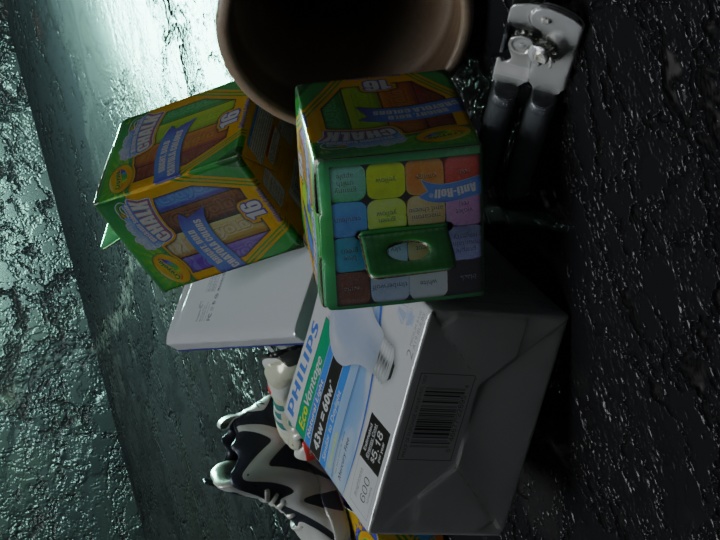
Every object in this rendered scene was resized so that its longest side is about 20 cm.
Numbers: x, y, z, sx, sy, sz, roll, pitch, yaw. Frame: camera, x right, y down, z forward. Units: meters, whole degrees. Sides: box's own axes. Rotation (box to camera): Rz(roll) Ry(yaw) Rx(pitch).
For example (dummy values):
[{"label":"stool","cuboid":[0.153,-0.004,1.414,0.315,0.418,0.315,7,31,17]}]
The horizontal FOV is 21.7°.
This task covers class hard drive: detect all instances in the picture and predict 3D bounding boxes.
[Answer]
[{"label":"hard drive","cuboid":[-0.097,0.009,1.755,0.200,0.025,0.132,-6,60,49]}]

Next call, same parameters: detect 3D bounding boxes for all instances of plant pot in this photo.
[{"label":"plant pot","cuboid":[-0.018,-0.239,1.485,0.175,0.200,0.200,-97,7,-49]}]

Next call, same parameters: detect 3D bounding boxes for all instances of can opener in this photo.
[{"label":"can opener","cuboid":[0.119,-0.129,1.346,0.200,0.053,0.067,101,-175,-51]}]

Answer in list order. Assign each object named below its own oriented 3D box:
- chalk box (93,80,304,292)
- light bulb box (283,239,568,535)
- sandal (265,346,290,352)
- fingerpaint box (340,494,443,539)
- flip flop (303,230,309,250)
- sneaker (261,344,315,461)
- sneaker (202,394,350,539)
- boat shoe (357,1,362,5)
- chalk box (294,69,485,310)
[{"label":"chalk box","cuboid":[-0.157,-0.074,1.723,0.124,0.200,0.124,56,-152,-36]},{"label":"light bulb box","cuboid":[0.046,0.078,1.503,0.200,0.125,0.198,47,127,57]},{"label":"sandal","cuboid":[-0.076,0.054,1.892,0.207,0.059,0.079,45,-148,-43]},{"label":"fingerpaint box","cuboid":[0.007,0.198,1.895,0.200,0.073,0.167,-159,57,-70]},{"label":"flip flop","cuboid":[0.000,0.000,1.648,0.200,0.081,0.058,32,-101,-76]},{"label":"sneaker","cuboid":[-0.047,0.125,1.753,0.200,0.070,0.093,102,149,-74]},{"label":"sneaker","cuboid":[-0.089,0.223,1.872,0.079,0.129,0.199,-160,58,-70]},{"label":"boat shoe","cuboid":[-0.014,-0.127,1.570,0.065,0.071,0.200,34,-119,-53]},{"label":"chalk box","cuboid":[0.023,-0.053,1.384,0.200,0.125,0.124,-108,14,-63]}]
